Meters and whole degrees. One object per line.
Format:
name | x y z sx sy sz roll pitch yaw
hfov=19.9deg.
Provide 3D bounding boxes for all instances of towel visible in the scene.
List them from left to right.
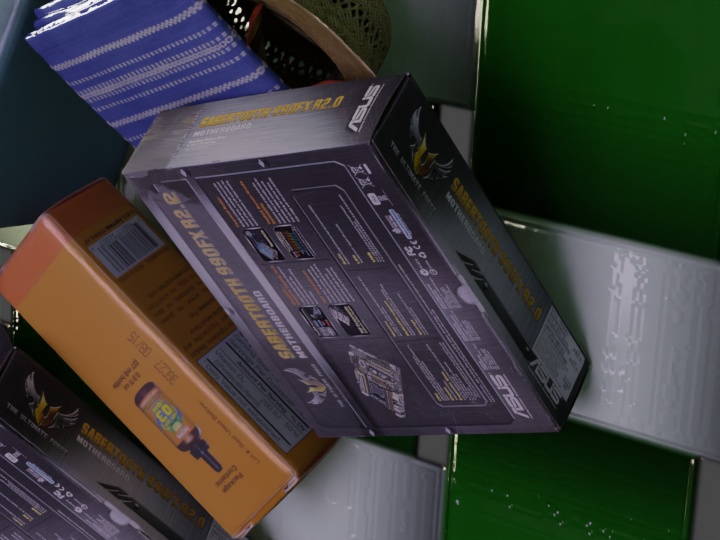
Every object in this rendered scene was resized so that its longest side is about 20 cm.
towel | -0.068 -0.073 1.036 0.200 0.024 0.144 45 150 -23

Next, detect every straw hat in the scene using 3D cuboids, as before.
straw hat | -0.034 -0.119 1.035 0.200 0.085 0.201 28 154 15

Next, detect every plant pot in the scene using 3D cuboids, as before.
plant pot | -0.197 -0.147 1.133 0.141 0.141 0.201 35 113 26

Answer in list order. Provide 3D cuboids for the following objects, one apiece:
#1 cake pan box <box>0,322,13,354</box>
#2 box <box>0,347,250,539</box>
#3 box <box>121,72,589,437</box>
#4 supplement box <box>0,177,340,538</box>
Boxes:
cake pan box | -0.277 0.002 1.213 0.184 0.052 0.200 41 163 22
box | -0.175 0.150 1.170 0.200 0.048 0.158 42 132 -19
box | 0.000 0.000 1.005 0.158 0.048 0.200 -5 133 39
supplement box | -0.105 0.047 1.126 0.200 0.069 0.067 47 126 5
